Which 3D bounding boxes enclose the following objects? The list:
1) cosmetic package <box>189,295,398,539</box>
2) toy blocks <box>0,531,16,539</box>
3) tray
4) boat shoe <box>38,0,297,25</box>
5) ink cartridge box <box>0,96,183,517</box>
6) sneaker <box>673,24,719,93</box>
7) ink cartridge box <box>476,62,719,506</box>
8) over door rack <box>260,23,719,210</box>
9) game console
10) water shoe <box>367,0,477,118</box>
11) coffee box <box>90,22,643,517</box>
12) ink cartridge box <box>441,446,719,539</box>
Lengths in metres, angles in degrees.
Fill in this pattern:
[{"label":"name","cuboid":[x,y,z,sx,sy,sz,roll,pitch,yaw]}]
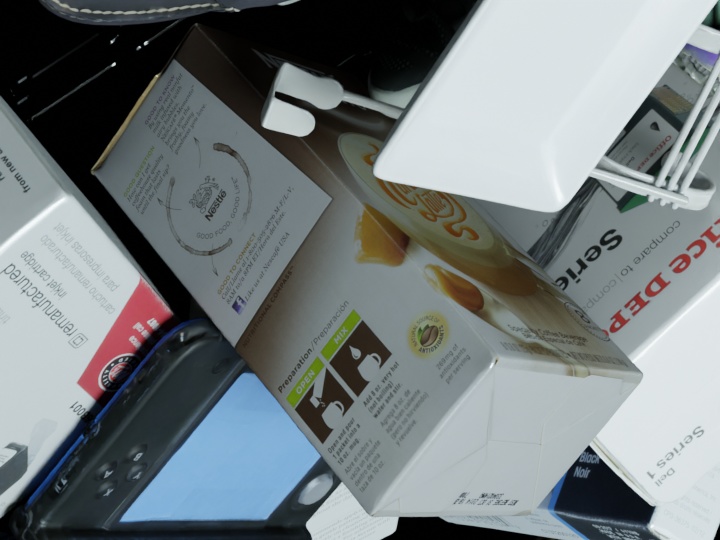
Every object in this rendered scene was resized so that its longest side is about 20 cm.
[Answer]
[{"label":"cosmetic package","cuboid":[-0.030,0.072,0.913,0.101,0.071,0.201,-24,146,-26]},{"label":"toy blocks","cuboid":[-0.174,0.170,0.800,0.137,0.199,0.100,-37,119,-45]},{"label":"tray","cuboid":[0.087,-0.107,0.630,0.107,0.022,0.200,9,125,-44]},{"label":"boat shoe","cuboid":[-0.028,-0.122,0.593,0.199,0.063,0.073,-14,115,16]},{"label":"ink cartridge box","cuboid":[-0.179,0.040,0.687,0.200,0.084,0.144,-39,151,-4]},{"label":"sneaker","cuboid":[0.215,-0.107,0.975,0.100,0.070,0.200,-51,153,4]},{"label":"ink cartridge box","cuboid":[0.119,-0.014,0.828,0.146,0.200,0.084,-44,129,3]},{"label":"over door rack","cuboid":[0.073,-0.111,0.693,0.199,0.067,0.148,10,121,-22]},{"label":"game console","cuboid":[-0.039,0.125,0.772,0.171,0.118,0.200,-49,154,16]},{"label":"water shoe","cuboid":[0.062,-0.152,0.752,0.200,0.072,0.079,-45,122,10]},{"label":"coffee box","cuboid":[0.000,0.000,0.724,0.114,0.200,0.080,11,122,-54]},{"label":"ink cartridge box","cuboid":[0.129,0.039,0.914,0.043,0.198,0.201,36,70,-26]}]
